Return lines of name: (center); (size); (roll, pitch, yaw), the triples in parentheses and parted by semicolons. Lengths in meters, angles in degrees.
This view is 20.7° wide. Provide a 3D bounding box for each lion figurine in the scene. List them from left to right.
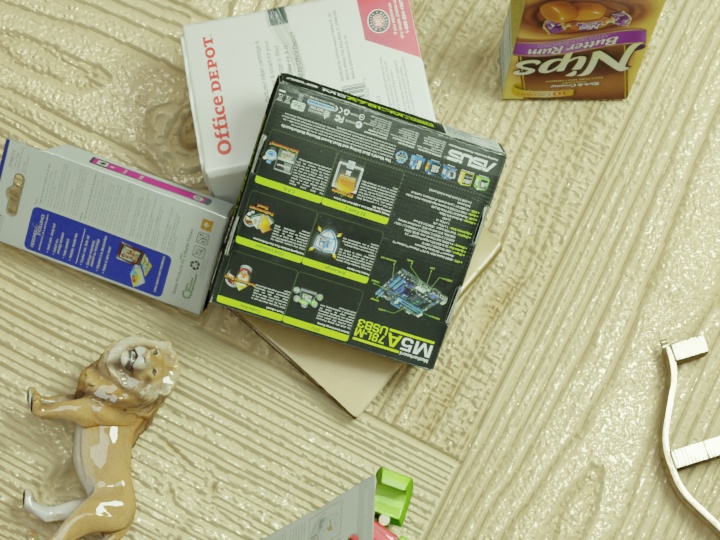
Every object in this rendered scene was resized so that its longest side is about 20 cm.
lion figurine: (-0.212, 0.154, 1.613); (0.121, 0.072, 0.202); (4, 88, -15)

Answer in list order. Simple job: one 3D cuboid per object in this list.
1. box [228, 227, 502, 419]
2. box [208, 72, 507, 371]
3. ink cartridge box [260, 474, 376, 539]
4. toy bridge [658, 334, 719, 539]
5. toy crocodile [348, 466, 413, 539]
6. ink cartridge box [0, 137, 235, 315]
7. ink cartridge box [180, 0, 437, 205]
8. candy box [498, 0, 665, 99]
box: (0.000, 0.000, 1.682); (0.163, 0.021, 0.200); (40, 76, 8)
box: (-0.003, -0.038, 1.605); (0.198, 0.048, 0.195); (16, 105, -8)
ink cartridge box: (-0.050, 0.269, 1.500); (0.199, 0.057, 0.164); (-30, 37, 28)
toy bridge: (0.286, 0.152, 1.651); (0.067, 0.027, 0.202); (-16, 76, -6)
toy crocodile: (-0.013, 0.253, 1.590); (0.067, 0.062, 0.201); (32, 76, 6)
ink cartridge box: (-0.211, -0.041, 1.651); (0.198, 0.037, 0.095); (19, 114, 1)
ink cartridge box: (-0.043, -0.145, 1.673); (0.198, 0.084, 0.146); (-11, 67, -1)
candy box: (0.184, -0.209, 1.656); (0.115, 0.200, 0.057); (0, 71, -2)
